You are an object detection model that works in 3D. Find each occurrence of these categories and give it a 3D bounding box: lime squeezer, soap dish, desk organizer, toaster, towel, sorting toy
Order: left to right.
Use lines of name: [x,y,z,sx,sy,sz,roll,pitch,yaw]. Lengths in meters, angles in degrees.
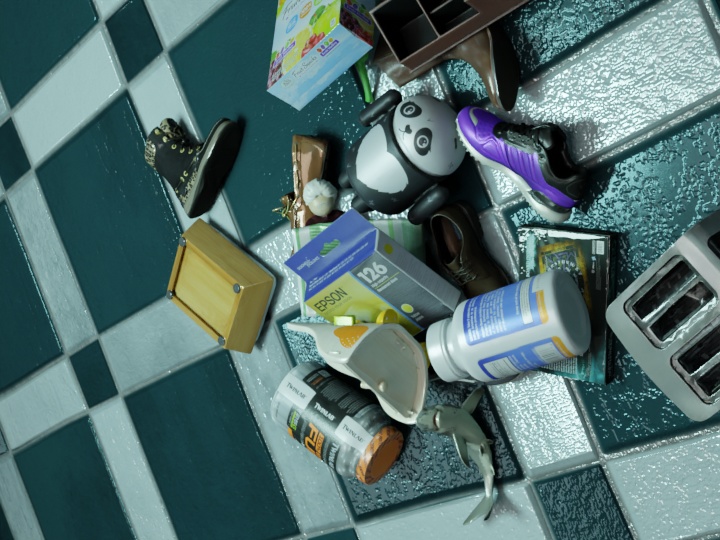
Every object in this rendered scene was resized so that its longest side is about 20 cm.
soap dish: [-0.247,0.029,1.692,0.199,0.081,0.159,37,122,27]
sorting toy: [-0.013,0.116,1.397,0.178,0.200,0.108,9,64,40]
towel: [0.000,0.000,1.458,0.197,0.023,0.155,-1,110,12]
lime squeezer: [0.014,-0.337,1.393,0.038,0.070,0.203,34,121,47]
desk organizer: [0.115,-0.340,1.244,0.199,0.077,0.073,-27,70,29]
toaster: [0.406,0.055,1.146,0.182,0.118,0.200,52,128,17]

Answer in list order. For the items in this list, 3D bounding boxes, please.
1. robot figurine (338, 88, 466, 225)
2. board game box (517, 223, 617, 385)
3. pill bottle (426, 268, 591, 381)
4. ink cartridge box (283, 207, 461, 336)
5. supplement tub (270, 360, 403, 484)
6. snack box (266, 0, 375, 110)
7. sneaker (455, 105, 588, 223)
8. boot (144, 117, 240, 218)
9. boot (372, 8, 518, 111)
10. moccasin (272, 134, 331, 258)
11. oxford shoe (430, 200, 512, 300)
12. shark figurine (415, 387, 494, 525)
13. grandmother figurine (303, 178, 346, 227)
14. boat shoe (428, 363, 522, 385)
robot figurine: [0.057,-0.157,1.369,0.150,0.126,0.199,39,132,-18]
board game box: [0.274,0.043,1.308,0.134,0.028,0.203,9,108,37]
pill bottle: [0.189,0.080,1.277,0.198,0.112,0.113,-21,88,31]
ink cartridge box: [0.008,0.024,1.383,0.199,0.047,0.197,35,142,-16]
supplement tub: [-0.036,0.242,1.549,0.199,0.122,0.124,31,119,29]
snack box: [-0.053,-0.354,1.378,0.168,0.067,0.202,-33,41,40]
sneaker: [0.216,-0.162,1.263,0.200,0.069,0.100,43,141,12]
boot: [-0.292,-0.208,1.678,0.151,0.073,0.201,45,130,21]
boot: [0.110,-0.279,1.335,0.198,0.064,0.189,-16,78,37]
moccasin: [-0.094,-0.109,1.526,0.077,0.074,0.204,8,110,4]
oxford shoe: [0.150,0.004,1.364,0.072,0.084,0.202,-34,81,36]
shark figurine: [0.148,0.261,1.442,0.089,0.128,0.216,-7,120,47]
grandmother figurine: [-0.042,-0.046,1.491,0.060,0.120,0.202,30,139,59]
boat shoe: [0.148,0.137,1.397,0.199,0.062,0.074,-7,100,48]
